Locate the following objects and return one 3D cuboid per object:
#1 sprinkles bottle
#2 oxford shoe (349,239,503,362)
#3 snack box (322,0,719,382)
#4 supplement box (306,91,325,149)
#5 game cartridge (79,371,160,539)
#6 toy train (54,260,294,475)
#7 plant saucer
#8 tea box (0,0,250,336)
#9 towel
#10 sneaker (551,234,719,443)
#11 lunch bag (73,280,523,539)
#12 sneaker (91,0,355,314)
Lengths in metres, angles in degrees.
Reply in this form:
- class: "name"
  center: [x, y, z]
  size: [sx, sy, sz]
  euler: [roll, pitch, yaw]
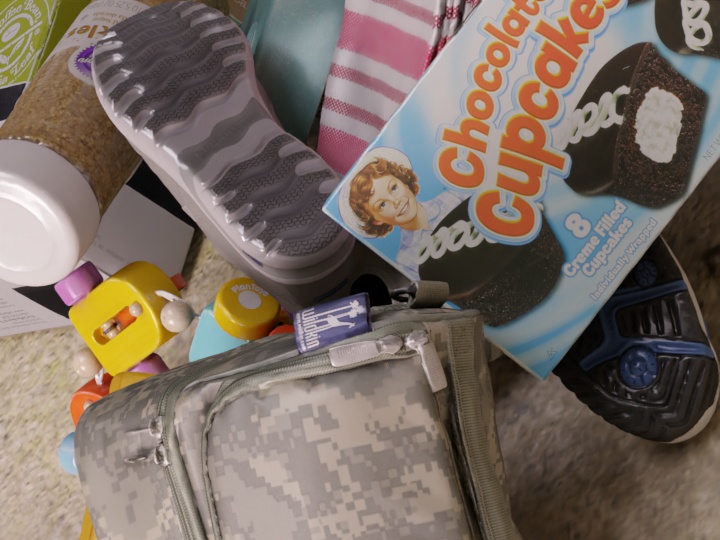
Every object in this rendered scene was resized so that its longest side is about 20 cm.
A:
- class: "sprinkles bottle"
  center: [-0.131, -0.080, 1.329]
  size: [0.068, 0.068, 0.200]
  euler: [-23, 27, 38]
- class: "oxford shoe"
  center: [0.000, 0.000, 1.266]
  size: [0.058, 0.075, 0.200]
  euler: [-30, 31, -15]
- class: "snack box"
  center: [0.089, -0.069, 1.095]
  size: [0.200, 0.116, 0.037]
  euler: [-53, 1, 7]
- class: "supplement box"
  center: [0.077, -0.116, 1.273]
  size: [0.200, 0.073, 0.127]
  euler: [-11, 56, 45]
- class: "game cartridge"
  center: [-0.093, 0.171, 1.181]
  size: [0.032, 0.176, 0.201]
  euler: [4, 61, 16]
- class: "toy train"
  center: [-0.074, 0.058, 1.309]
  size: [0.199, 0.151, 0.056]
  euler: [3, 30, 42]
- class: "plant saucer"
  center: [-0.044, -0.100, 1.353]
  size: [0.200, 0.036, 0.201]
  euler: [-162, 90, -81]
- class: "tea box"
  center: [-0.185, -0.082, 1.500]
  size: [0.200, 0.133, 0.198]
  euler: [-10, 56, 46]
- class: "towel"
  center: [0.016, -0.116, 1.180]
  size: [0.146, 0.030, 0.201]
  euler: [-147, 65, -71]
- class: "sneaker"
  center: [0.099, -0.005, 1.173]
  size: [0.076, 0.077, 0.200]
  euler: [-42, 56, 13]
- class: "lunch bag"
  center: [-0.003, 0.113, 1.086]
  size: [0.167, 0.139, 0.201]
  euler: [-14, 90, 40]
- class: "sneaker"
  center: [-0.065, -0.046, 1.241]
  size: [0.074, 0.082, 0.200]
  euler: [-24, 50, -11]
